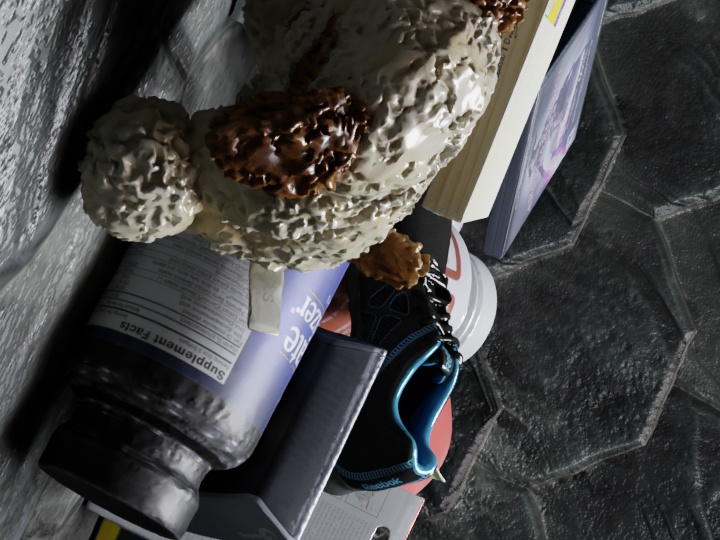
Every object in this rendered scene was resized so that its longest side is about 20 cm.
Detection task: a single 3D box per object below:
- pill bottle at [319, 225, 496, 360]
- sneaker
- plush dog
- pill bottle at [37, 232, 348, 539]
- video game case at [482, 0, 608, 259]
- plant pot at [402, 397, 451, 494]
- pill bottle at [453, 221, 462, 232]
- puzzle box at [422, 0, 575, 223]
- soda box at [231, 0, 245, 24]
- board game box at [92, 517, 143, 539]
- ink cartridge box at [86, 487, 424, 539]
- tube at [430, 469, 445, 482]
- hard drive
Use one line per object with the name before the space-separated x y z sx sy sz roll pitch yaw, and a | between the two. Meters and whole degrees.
pill bottle | 0.000 0.000 1.204 0.200 0.112 0.113 26 91 -49
sneaker | 0.031 0.036 1.087 0.073 0.082 0.201 32 62 -42
plush dog | -0.005 -0.067 0.826 0.200 0.161 0.172 -47 -174 -26
pill bottle | -0.087 0.034 0.994 0.201 0.111 0.112 -63 174 -15
video game case | 0.138 -0.116 1.368 0.200 0.019 0.144 -56 160 -53
plant pot | -0.019 0.069 1.473 0.178 0.199 0.201 95 19 -49
pill bottle | 0.059 -0.104 1.355 0.200 0.116 0.117 -60 173 -41
puzzle box | 0.090 -0.125 1.048 0.133 0.025 0.201 -12 124 -79
soda box | 0.001 -0.193 1.044 0.200 0.063 0.068 -58 172 -53
board game box | -0.112 0.223 1.323 0.057 0.164 0.201 -42 156 -76
ink cartridge box | -0.068 0.155 1.240 0.109 0.199 0.050 -63 174 -10
tube | -0.038 0.078 1.176 0.058 0.199 0.052 -18 127 -57
hard drive | -0.081 0.083 1.080 0.199 0.042 0.136 5 -117 52
